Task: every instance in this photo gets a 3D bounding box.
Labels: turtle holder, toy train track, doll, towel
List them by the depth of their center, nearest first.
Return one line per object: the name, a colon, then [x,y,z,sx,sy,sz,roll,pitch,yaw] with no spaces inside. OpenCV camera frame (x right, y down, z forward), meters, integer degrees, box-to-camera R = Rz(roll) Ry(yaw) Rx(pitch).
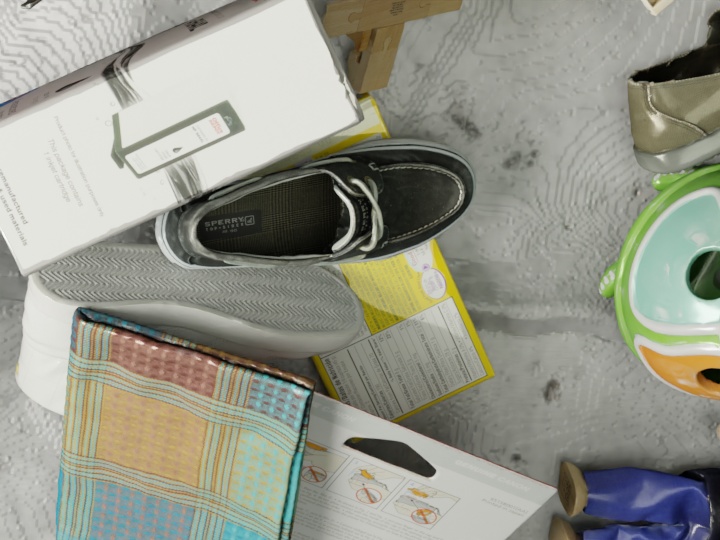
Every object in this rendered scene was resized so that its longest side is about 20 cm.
toy train track: [0.022,-0.195,0.974,0.115,0.033,0.200,-18,139,-40]
towel: [-0.107,0.117,0.990,0.147,0.022,0.200,16,131,5]
turtle holder: [0.249,0.000,1.045,0.185,0.132,0.141,-34,107,0]
doll: [0.231,0.162,1.128,0.200,0.048,0.137,4,105,-11]

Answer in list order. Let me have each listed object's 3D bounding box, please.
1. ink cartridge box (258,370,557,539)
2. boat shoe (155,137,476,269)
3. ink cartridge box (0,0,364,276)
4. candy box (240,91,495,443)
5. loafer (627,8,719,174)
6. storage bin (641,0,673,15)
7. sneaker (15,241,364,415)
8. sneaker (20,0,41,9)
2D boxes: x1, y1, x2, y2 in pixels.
ink cartridge box: [-0.008,0.130,1.032,0.200,0.044,0.174,23,132,-15]
boat shoe: [-0.016,-0.030,0.979,0.200,0.071,0.072,-14,104,-20]
ink cartridge box: [-0.112,-0.085,0.945,0.200,0.146,0.084,-25,103,-4]
candy box: [0.000,0.000,1.052,0.102,0.026,0.200,-24,108,1]
loafer: [0.250,-0.133,1.039,0.200,0.075,0.070,-31,112,-2]
storage bin: [0.177,-0.291,0.974,0.200,0.094,0.199,-39,108,2]
sneaker: [-0.106,0.044,1.019,0.200,0.074,0.116,6,134,-17]
sneaker: [-0.119,-0.223,0.929,0.200,0.104,0.060,-39,108,1]
